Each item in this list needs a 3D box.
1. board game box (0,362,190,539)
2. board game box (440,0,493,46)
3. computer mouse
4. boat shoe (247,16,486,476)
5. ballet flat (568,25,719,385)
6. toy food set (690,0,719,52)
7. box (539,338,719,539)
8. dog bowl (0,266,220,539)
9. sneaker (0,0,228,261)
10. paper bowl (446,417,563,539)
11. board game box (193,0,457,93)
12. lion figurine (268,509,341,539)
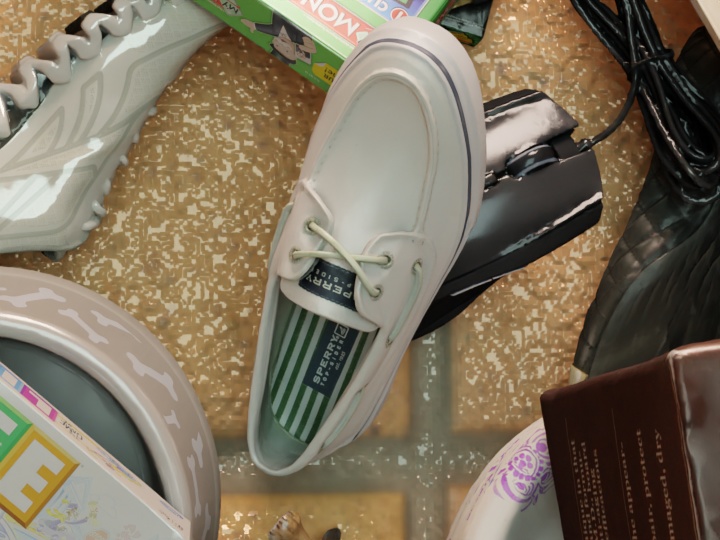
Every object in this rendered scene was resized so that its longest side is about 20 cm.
[{"bbox_3d":[-0.182,0.086,0.778,0.200,0.034,0.135,40,91,-7],"label":"board game box"},{"bbox_3d":[-0.027,-0.179,0.921,0.198,0.023,0.106,17,83,-4],"label":"board game box"},{"bbox_3d":[0.048,-0.061,0.879,0.198,0.046,0.142,-25,77,7],"label":"computer mouse"},{"bbox_3d":[0.000,0.000,0.819,0.073,0.067,0.202,21,123,15],"label":"boat shoe"},{"bbox_3d":[0.142,-0.017,0.911,0.066,0.057,0.202,28,84,-31],"label":"ballet flat"},{"bbox_3d":[0.183,-0.150,0.897,0.142,0.061,0.201,-18,65,-16],"label":"toy food set"},{"bbox_3d":[0.170,0.104,0.707,0.164,0.200,0.166,-9,84,-7],"label":"box"},{"bbox_3d":[-0.154,0.101,0.828,0.198,0.059,0.202,0,95,-4],"label":"dog bowl"},{"bbox_3d":[-0.126,-0.057,0.875,0.199,0.075,0.081,-36,98,-5],"label":"sneaker"},{"bbox_3d":[0.129,0.146,0.850,0.198,0.104,0.203,1,81,-6],"label":"paper bowl"},{"bbox_3d":[-0.042,-0.170,0.867,0.199,0.029,0.135,35,60,3],"label":"board game box"},{"bbox_3d":[-0.016,0.160,0.788,0.122,0.200,0.073,44,113,14],"label":"lion figurine"}]
